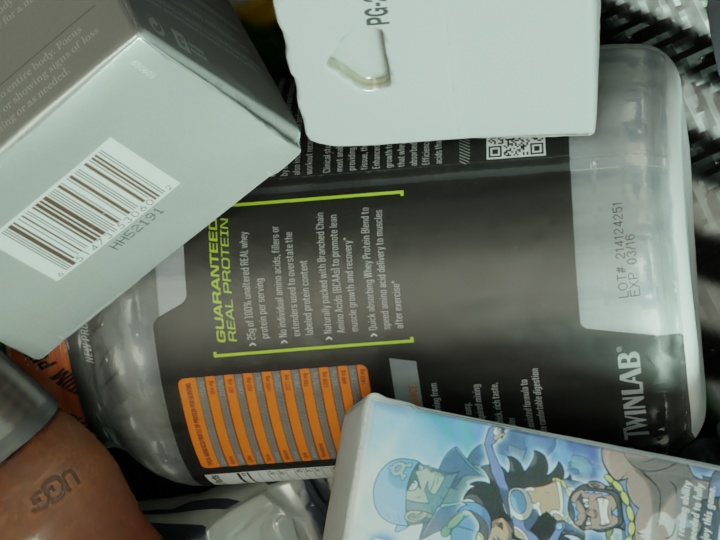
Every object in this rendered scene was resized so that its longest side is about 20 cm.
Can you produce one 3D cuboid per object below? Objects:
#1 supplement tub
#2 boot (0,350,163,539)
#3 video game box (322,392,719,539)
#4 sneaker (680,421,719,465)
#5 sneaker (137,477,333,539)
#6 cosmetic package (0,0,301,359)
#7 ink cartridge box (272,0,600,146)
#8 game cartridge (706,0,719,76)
[{"bbox_3d":[0.000,0.000,0.893,0.199,0.123,0.123,-4,105,8],"label":"supplement tub"},{"bbox_3d":[-0.106,0.146,0.841,0.188,0.068,0.200,-45,103,-10],"label":"boot"},{"bbox_3d":[0.068,0.150,0.821,0.181,0.047,0.201,12,79,-10],"label":"video game box"},{"bbox_3d":[0.119,0.129,0.943,0.081,0.074,0.201,41,123,28],"label":"sneaker"},{"bbox_3d":[-0.058,0.105,0.958,0.198,0.129,0.080,-13,96,-29],"label":"sneaker"},{"bbox_3d":[-0.112,-0.089,0.848,0.107,0.090,0.201,-38,54,16],"label":"cosmetic package"},{"bbox_3d":[0.024,-0.148,0.794,0.083,0.145,0.201,0,73,5],"label":"ink cartridge box"},{"bbox_3d":[0.147,-0.083,0.814,0.041,0.200,0.134,13,109,-12],"label":"game cartridge"}]
